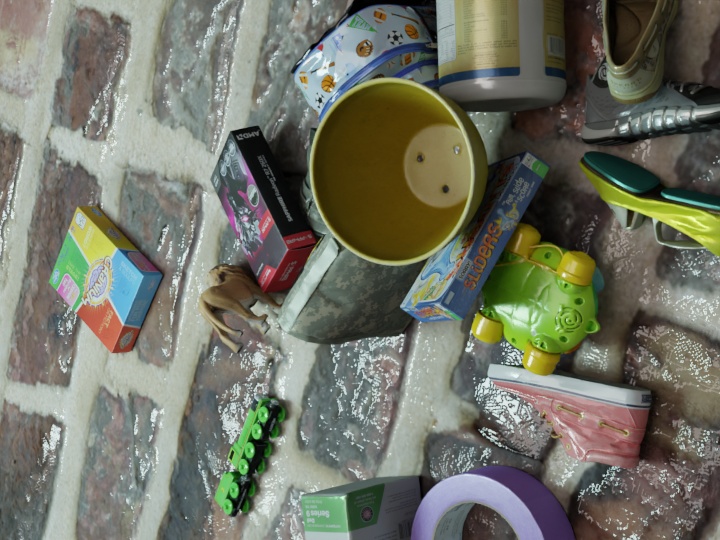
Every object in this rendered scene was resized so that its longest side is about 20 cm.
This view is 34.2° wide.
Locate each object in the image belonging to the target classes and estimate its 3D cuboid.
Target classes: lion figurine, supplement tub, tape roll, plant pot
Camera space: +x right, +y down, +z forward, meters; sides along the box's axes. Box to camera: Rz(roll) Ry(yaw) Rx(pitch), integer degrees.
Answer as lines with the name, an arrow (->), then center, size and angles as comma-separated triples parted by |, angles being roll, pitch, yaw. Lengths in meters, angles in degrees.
lion figurine -> -0.179, 0.042, 1.608 | 0.122, 0.200, 0.073 | 37, 99, 5
supplement tub -> 0.158, -0.286, 1.319 | 0.144, 0.144, 0.201 | -1, 91, 40
tape roll -> 0.157, 0.338, 1.397 | 0.200, 0.066, 0.201 | 2, 93, 39
plant pot -> 0.065, -0.114, 1.308 | 0.199, 0.142, 0.201 | 5, 100, 29

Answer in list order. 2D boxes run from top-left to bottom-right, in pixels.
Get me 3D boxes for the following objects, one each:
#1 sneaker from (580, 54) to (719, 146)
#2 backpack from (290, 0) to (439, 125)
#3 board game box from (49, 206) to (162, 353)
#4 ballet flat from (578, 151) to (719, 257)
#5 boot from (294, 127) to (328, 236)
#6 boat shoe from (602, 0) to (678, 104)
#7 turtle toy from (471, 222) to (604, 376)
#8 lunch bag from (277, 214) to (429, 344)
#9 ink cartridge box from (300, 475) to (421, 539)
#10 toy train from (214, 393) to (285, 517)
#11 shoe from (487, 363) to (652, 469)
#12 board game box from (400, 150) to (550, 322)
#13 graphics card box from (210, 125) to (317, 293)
sneaker -> 0.317, -0.201, 1.234 | 0.200, 0.075, 0.116 | -5, 86, 41
backpack -> 0.020, -0.234, 1.407 | 0.200, 0.190, 0.154 | -47, 64, 30
board game box -> -0.413, 0.013, 1.882 | 0.200, 0.040, 0.153 | 41, 117, 32
ballet flat -> 0.314, -0.067, 1.251 | 0.200, 0.067, 0.067 | 26, 122, 36
boot -> -0.019, -0.097, 1.525 | 0.200, 0.068, 0.131 | 38, 120, 50
boat shoe -> 0.289, -0.271, 1.218 | 0.073, 0.063, 0.201 | -6, 60, 25
turtle toy -> 0.194, 0.021, 1.328 | 0.200, 0.101, 0.146 | 32, 111, 35
lunch bag -> 0.000, 0.000, 1.428 | 0.118, 0.200, 0.164 | 51, 122, 26
ink cartridge box -> 0.011, 0.369, 1.469 | 0.087, 0.145, 0.201 | -12, 85, 40
toy train -> -0.161, 0.264, 1.682 | 0.056, 0.042, 0.200 | 41, 117, 43
shoe -> 0.228, 0.162, 1.324 | 0.200, 0.071, 0.091 | 9, 92, 35
board game box -> 0.128, -0.035, 1.322 | 0.200, 0.034, 0.135 | -59, 13, -12
graphics card box -> -0.137, -0.084, 1.613 | 0.200, 0.051, 0.126 | 64, 150, 19
